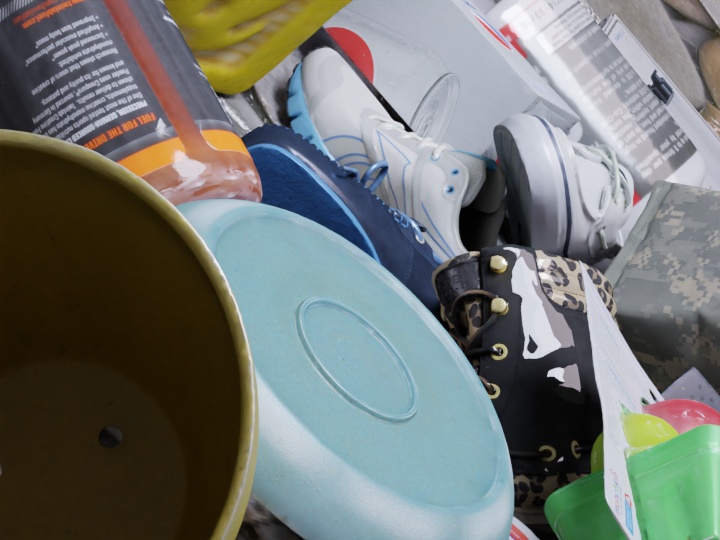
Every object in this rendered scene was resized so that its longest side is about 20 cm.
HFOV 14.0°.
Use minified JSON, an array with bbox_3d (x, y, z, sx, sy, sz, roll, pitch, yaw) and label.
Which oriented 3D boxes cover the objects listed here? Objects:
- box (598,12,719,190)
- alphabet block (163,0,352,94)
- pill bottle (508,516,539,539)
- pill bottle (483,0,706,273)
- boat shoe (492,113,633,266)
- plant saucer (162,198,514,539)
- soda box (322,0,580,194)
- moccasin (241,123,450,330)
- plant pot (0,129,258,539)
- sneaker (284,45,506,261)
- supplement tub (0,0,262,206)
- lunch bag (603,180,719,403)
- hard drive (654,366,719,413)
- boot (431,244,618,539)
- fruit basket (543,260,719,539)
[{"bbox_3d":[0.195,-0.060,1.893,0.200,0.060,0.117,49,24,-7],"label":"box"},{"bbox_3d":[-0.091,-0.228,1.469,0.196,0.195,0.200,3,52,-57],"label":"alphabet block"},{"bbox_3d":[0.003,0.161,1.190,0.113,0.112,0.200,56,25,9],"label":"pill bottle"},{"bbox_3d":[0.129,-0.066,1.720,0.200,0.114,0.114,51,24,0],"label":"pill bottle"},{"bbox_3d":[0.112,-0.044,1.574,0.200,0.067,0.074,76,-3,-79],"label":"boat shoe"},{"bbox_3d":[-0.008,0.042,1.188,0.200,0.027,0.200,36,27,-21],"label":"plant saucer"},{"bbox_3d":[0.029,-0.133,1.644,0.200,0.068,0.063,50,12,24],"label":"soda box"},{"bbox_3d":[0.000,0.000,1.462,0.200,0.080,0.068,54,35,-28],"label":"moccasin"},{"bbox_3d":[-0.124,0.066,1.045,0.200,0.200,0.142,59,-1,16],"label":"plant pot"},{"bbox_3d":[0.033,-0.047,1.562,0.075,0.087,0.200,8,47,-55],"label":"sneaker"},{"bbox_3d":[-0.113,-0.058,1.297,0.107,0.107,0.200,3,53,-59],"label":"supplement tub"},{"bbox_3d":[0.236,0.061,1.604,0.118,0.164,0.200,-56,142,-34],"label":"lunch bag"},{"bbox_3d":[0.150,0.153,1.466,0.135,0.042,0.200,49,48,-5],"label":"hard drive"},{"bbox_3d":[0.054,0.065,1.384,0.200,0.073,0.151,7,60,-26],"label":"boot"},{"bbox_3d":[0.139,0.115,1.304,0.185,0.094,0.200,57,10,-26],"label":"fruit basket"}]
